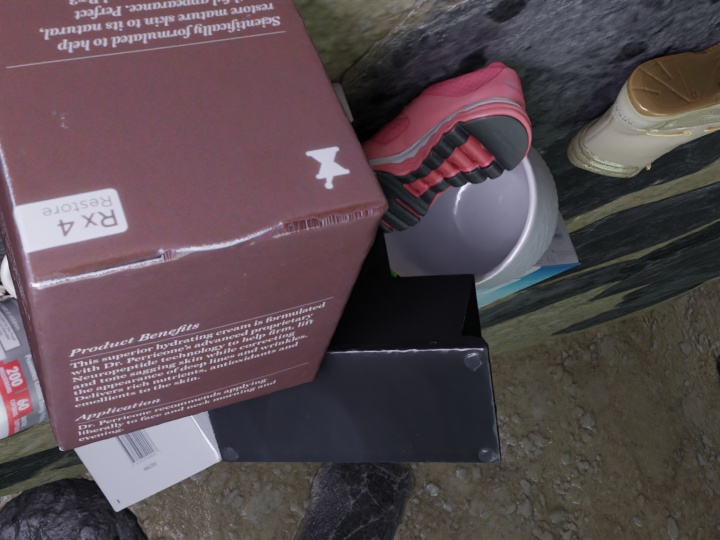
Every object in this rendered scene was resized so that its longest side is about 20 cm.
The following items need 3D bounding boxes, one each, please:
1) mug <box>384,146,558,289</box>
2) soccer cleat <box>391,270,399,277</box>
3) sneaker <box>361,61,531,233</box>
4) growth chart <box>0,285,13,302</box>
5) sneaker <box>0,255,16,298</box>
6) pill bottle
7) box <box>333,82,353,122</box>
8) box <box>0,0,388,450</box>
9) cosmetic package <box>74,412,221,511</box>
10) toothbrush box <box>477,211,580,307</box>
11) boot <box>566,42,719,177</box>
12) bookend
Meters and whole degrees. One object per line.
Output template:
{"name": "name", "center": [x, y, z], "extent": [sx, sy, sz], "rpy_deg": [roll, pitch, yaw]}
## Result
{"name": "mug", "center": [0.078, -0.058, 0.839], "extent": [0.199, 0.148, 0.175], "rpy_deg": [4, -178, 23]}
{"name": "soccer cleat", "center": [0.000, 0.000, 0.857], "extent": [0.068, 0.200, 0.081], "rpy_deg": [-42, 178, -42]}
{"name": "sneaker", "center": [0.047, -0.095, 0.729], "extent": [0.200, 0.087, 0.074], "rpy_deg": [-21, 134, 34]}
{"name": "growth chart", "center": [-0.375, 0.046, 0.888], "extent": [0.144, 0.018, 0.200], "rpy_deg": [-19, 168, 0]}
{"name": "sneaker", "center": [-0.192, -0.013, 0.755], "extent": [0.200, 0.076, 0.105], "rpy_deg": [-15, 173, 4]}
{"name": "pill bottle", "center": [-0.262, 0.064, 0.864], "extent": [0.200, 0.114, 0.114], "rpy_deg": [-23, 172, -32]}
{"name": "box", "center": [-0.120, -0.077, 0.682], "extent": [0.200, 0.036, 0.144], "rpy_deg": [-11, 166, -24]}
{"name": "box", "center": [-0.108, -0.029, 0.513], "extent": [0.166, 0.165, 0.200], "rpy_deg": [-13, 153, -22]}
{"name": "cosmetic package", "center": [-0.189, 0.143, 1.056], "extent": [0.199, 0.123, 0.200], "rpy_deg": [-31, -178, 36]}
{"name": "toothbrush box", "center": [0.172, -0.007, 1.284], "extent": [0.200, 0.086, 0.146], "rpy_deg": [-29, 165, 38]}
{"name": "boot", "center": [0.312, -0.149, 0.895], "extent": [0.199, 0.073, 0.155], "rpy_deg": [-13, 166, -16]}
{"name": "bookend", "center": [0.008, 0.044, 0.699], "extent": [0.198, 0.092, 0.200], "rpy_deg": [-3, -152, 14]}
